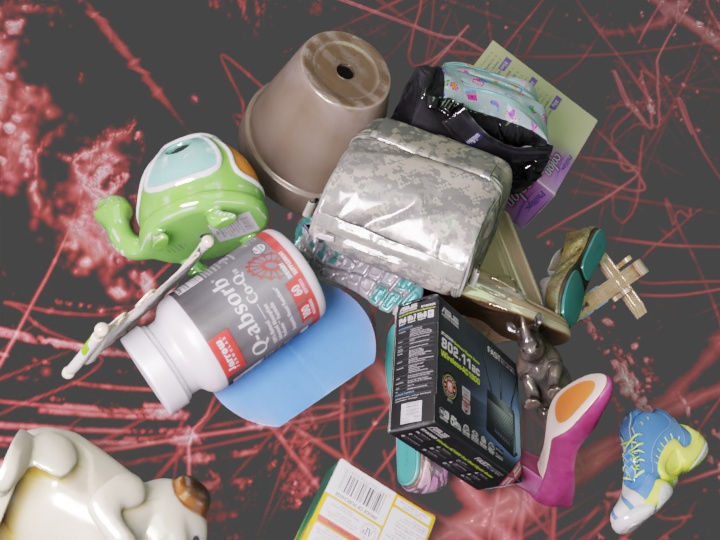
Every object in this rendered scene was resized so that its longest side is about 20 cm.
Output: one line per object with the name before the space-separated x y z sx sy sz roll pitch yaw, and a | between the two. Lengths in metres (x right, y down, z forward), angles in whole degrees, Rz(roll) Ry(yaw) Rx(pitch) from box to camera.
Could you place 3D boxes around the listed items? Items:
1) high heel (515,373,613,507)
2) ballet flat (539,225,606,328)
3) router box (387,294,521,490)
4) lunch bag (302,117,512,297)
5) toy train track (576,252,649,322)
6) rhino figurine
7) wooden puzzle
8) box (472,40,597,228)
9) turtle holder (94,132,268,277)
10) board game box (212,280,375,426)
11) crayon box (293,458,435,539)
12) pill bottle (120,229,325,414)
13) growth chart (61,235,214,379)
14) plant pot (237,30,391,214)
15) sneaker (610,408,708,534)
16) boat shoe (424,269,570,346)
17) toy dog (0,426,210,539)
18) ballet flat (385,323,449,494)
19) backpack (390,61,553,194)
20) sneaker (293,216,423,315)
high heel | 0.250 0.200 0.940 0.095 0.201 0.068 25 30 -8
ballet flat | 0.282 0.011 1.127 0.070 0.071 0.201 36 50 0
router box | 0.112 0.142 0.930 0.200 0.061 0.152 40 43 -41
lunch bag | 0.053 -0.063 0.911 0.197 0.141 0.168 22 34 9
toy train track | 0.349 0.029 1.166 0.198 0.033 0.115 -28 77 -30
rhino figurine | 0.218 0.123 0.992 0.059 0.201 0.088 -15 39 18
wooden puzzle | 0.134 0.015 1.088 0.197 0.037 0.188 -10 68 -21
box | 0.213 -0.199 1.194 0.199 0.097 0.177 36 56 1
turtle holder | -0.198 -0.073 0.950 0.140 0.184 0.134 15 53 -52
board game box | -0.082 0.097 0.946 0.199 0.039 0.158 -31 57 -23
crayon box | -0.017 0.318 0.853 0.125 0.052 0.201 32 56 -4
pill bottle | -0.144 0.055 0.875 0.199 0.116 0.116 -36 80 -19
growth chart | -0.226 0.038 0.847 0.018 0.144 0.200 46 42 -5
plant pot | -0.044 -0.198 1.044 0.197 0.174 0.203 9 62 -17
sneaker | 0.351 0.244 1.039 0.199 0.076 0.105 -26 63 -38
boat shoe | 0.175 0.034 1.032 0.197 0.072 0.066 22 62 0
toy dog | -0.241 0.235 0.765 0.198 0.194 0.141 23 93 -14
ballet flat | 0.072 0.160 0.972 0.070 0.069 0.203 13 62 -36
backpack | 0.142 -0.175 1.023 0.197 0.167 0.128 9 60 -15
sneaker | 0.000 0.000 1.022 0.199 0.091 0.078 37 88 24
